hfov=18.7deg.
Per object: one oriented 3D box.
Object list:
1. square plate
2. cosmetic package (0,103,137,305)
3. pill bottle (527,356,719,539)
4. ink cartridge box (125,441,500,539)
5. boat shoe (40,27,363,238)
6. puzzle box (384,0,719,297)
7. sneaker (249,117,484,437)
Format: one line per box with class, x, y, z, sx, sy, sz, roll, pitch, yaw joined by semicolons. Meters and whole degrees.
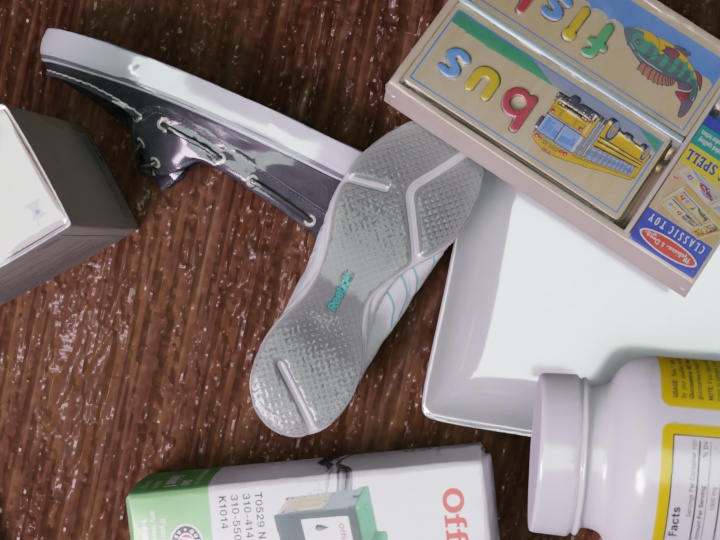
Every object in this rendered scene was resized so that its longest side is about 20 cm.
square plate;0.147;0.002;1.229;0.197;0.028;0.201;10;91;4
cosmetic package;-0.193;-0.029;1.162;0.103;0.200;0.073;-29;88;3
pill bottle;0.191;0.104;1.159;0.199;0.112;0.113;5;91;2
ink cartridge box;-0.019;0.179;1.211;0.199;0.084;0.147;-7;91;4
boat shoe;-0.094;-0.073;1.227;0.199;0.070;0.067;23;90;-5
puzzle box;0.129;-0.093;1.192;0.199;0.025;0.133;33;72;7
sneaker;0.000;0.000;1.213;0.070;0.080;0.201;33;85;1
